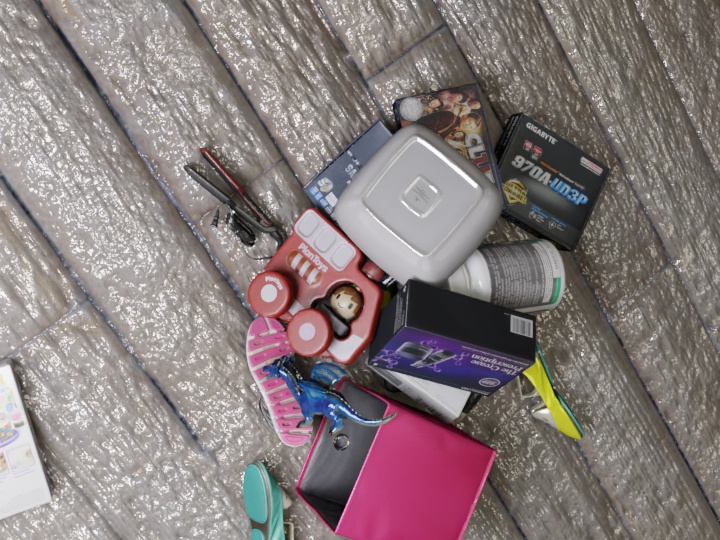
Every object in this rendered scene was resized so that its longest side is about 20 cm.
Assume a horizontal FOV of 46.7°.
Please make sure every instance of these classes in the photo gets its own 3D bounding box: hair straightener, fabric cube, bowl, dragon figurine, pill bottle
[{"bbox_3d":[-0.191,-0.084,1.236,0.077,0.041,0.200,-46,112,-11],"label":"hair straightener"},{"bbox_3d":[0.048,0.302,1.267,0.198,0.200,0.198,24,85,-22],"label":"fabric cube"},{"bbox_3d":[0.082,-0.093,1.159,0.200,0.075,0.200,41,82,7],"label":"bowl"},{"bbox_3d":[-0.051,0.169,1.158,0.059,0.198,0.101,-37,122,-46],"label":"dragon figurine"},{"bbox_3d":[0.198,0.016,1.256,0.198,0.113,0.115,-6,97,-24],"label":"pill bottle"}]

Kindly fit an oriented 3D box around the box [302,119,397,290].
[{"bbox_3d":[0.034,-0.096,1.239,0.157,0.051,0.201,-39,82,9],"label":"box"}]

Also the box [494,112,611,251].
[{"bbox_3d":[0.306,-0.145,1.402,0.199,0.046,0.160,28,86,-19],"label":"box"}]

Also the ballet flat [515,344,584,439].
[{"bbox_3d":[0.313,0.214,1.434,0.067,0.067,0.201,-28,102,6],"label":"ballet flat"}]

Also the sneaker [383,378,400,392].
[{"bbox_3d":[0.118,0.148,1.346,0.198,0.091,0.067,-17,65,-25],"label":"sneaker"}]

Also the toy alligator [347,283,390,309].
[{"bbox_3d":[0.000,0.000,1.296,0.054,0.059,0.202,-20,100,-17],"label":"toy alligator"}]

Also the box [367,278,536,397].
[{"bbox_3d":[0.128,0.100,1.179,0.198,0.141,0.080,16,60,-14],"label":"box"}]

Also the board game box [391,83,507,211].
[{"bbox_3d":[0.137,-0.175,1.282,0.134,0.035,0.203,-14,87,-9],"label":"board game box"}]

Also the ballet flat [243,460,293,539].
[{"bbox_3d":[-0.138,0.383,1.284,0.070,0.067,0.203,-9,98,-43],"label":"ballet flat"}]

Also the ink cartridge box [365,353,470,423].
[{"bbox_3d":[0.121,0.105,1.283,0.162,0.057,0.201,36,58,-5],"label":"ink cartridge box"}]

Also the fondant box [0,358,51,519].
[{"bbox_3d":[-0.517,0.238,1.128,0.143,0.058,0.202,-16,101,-18],"label":"fondant box"}]

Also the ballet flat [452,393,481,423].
[{"bbox_3d":[0.207,0.171,1.384,0.057,0.066,0.201,39,83,-30],"label":"ballet flat"}]

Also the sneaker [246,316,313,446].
[{"bbox_3d":[-0.128,0.171,1.259,0.073,0.087,0.202,-16,77,-20],"label":"sneaker"}]

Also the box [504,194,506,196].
[{"bbox_3d":[0.111,-0.116,1.313,0.199,0.040,0.138,34,82,-4],"label":"box"}]

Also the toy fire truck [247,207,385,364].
[{"bbox_3d":[-0.052,0.027,1.204,0.200,0.112,0.168,41,96,19],"label":"toy fire truck"}]

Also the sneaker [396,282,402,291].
[{"bbox_3d":[0.152,0.051,1.346,0.197,0.075,0.101,1,84,-11],"label":"sneaker"}]
